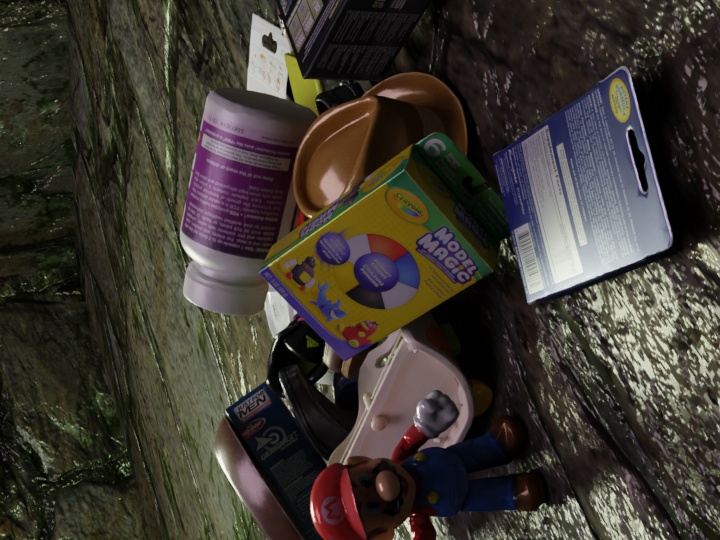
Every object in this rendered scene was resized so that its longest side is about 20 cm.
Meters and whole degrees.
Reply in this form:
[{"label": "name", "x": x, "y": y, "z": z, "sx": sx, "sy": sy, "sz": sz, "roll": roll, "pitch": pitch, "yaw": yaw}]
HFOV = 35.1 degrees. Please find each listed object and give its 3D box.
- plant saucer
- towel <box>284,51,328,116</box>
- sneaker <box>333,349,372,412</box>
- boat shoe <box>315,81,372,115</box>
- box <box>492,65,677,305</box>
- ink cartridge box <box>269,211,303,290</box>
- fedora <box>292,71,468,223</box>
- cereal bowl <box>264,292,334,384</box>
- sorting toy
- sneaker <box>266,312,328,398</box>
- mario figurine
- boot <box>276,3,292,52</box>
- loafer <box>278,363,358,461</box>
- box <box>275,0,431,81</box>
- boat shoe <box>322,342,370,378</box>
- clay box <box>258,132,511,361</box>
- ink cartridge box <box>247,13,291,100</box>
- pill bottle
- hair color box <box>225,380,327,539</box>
[{"label": "plant saucer", "x": -0.102, "y": 0.247, "z": 1.217, "sx": 0.201, "sy": 0.034, "sz": 0.200, "roll": 56, "pitch": 173, "yaw": 10}, {"label": "towel", "x": -0.038, "y": -0.138, "z": 1.242, "sx": 0.086, "sy": 0.018, "sz": 0.202, "roll": 32, "pitch": 141, "yaw": 59}, {"label": "sneaker", "x": 0.005, "y": 0.171, "z": 1.265, "sx": 0.078, "sy": 0.069, "sz": 0.202, "roll": -89, "pitch": -1, "yaw": -53}, {"label": "boat shoe", "x": -0.002, "y": -0.097, "z": 1.149, "sx": 0.074, "sy": 0.065, "sz": 0.202, "roll": 145, "pitch": 114, "yaw": -68}, {"label": "box", "x": 0.158, "y": -0.053, "z": 0.791, "sx": 0.200, "sy": 0.032, "sz": 0.123, "roll": 148, "pitch": 111, "yaw": -70}, {"label": "ink cartridge box", "x": -0.087, "y": -0.063, "z": 1.196, "sx": 0.200, "sy": 0.050, "sz": 0.164, "roll": 158, "pitch": 113, "yaw": -77}, {"label": "fedora", "x": 0.002, "y": -0.091, "z": 1.003, "sx": 0.199, "sy": 0.081, "sz": 0.203, "roll": -17, "pitch": 65, "yaw": 39}, {"label": "cereal bowl", "x": -0.061, "y": 0.040, "z": 1.345, "sx": 0.200, "sy": 0.082, "sz": 0.203, "roll": 170, "pitch": 90, "yaw": -69}, {"label": "sorting toy", "x": 0.040, "y": 0.098, "z": 1.090, "sx": 0.181, "sy": 0.106, "sz": 0.201, "roll": -105, "pitch": 33, "yaw": -54}, {"label": "sneaker", "x": -0.042, "y": 0.061, "z": 1.216, "sx": 0.201, "sy": 0.073, "sz": 0.088, "roll": -56, "pitch": 1, "yaw": 20}, {"label": "mario figurine", "x": 0.055, "y": 0.175, "z": 0.927, "sx": 0.124, "sy": 0.198, "sz": 0.107, "roll": -132, "pitch": 37, "yaw": -54}, {"label": "boot", "x": -0.042, "y": -0.264, "z": 1.201, "sx": 0.147, "sy": 0.069, "sz": 0.201, "roll": 100, "pitch": 154, "yaw": -55}, {"label": "loafer", "x": -0.011, "y": 0.168, "z": 1.178, "sx": 0.201, "sy": 0.072, "sz": 0.073, "roll": 54, "pitch": -175, "yaw": -21}, {"label": "box", "x": -0.001, "y": -0.293, "z": 0.993, "sx": 0.200, "sy": 0.085, "sz": 0.165, "roll": -54, "pitch": 48, "yaw": 49}, {"label": "boat shoe", "x": 0.000, "y": 0.000, "z": 1.092, "sx": 0.070, "sy": 0.070, "sz": 0.202, "roll": -3, "pitch": -67, "yaw": -76}, {"label": "clay box", "x": 0.024, "y": -0.017, "z": 0.941, "sx": 0.199, "sy": 0.115, "sz": 0.048, "roll": -33, "pitch": 19, "yaw": 33}, {"label": "ink cartridge box", "x": -0.098, "y": -0.203, "z": 1.409, "sx": 0.162, "sy": 0.050, "sz": 0.202, "roll": -136, "pitch": 50, "yaw": -59}, {"label": "pill bottle", "x": -0.113, "y": -0.065, "z": 1.094, "sx": 0.112, "sy": 0.111, "sz": 0.202, "roll": 42, "pitch": 121, "yaw": 59}, {"label": "hair color box", "x": -0.063, "y": 0.225, "z": 1.234, "sx": 0.200, "sy": 0.060, "sz": 0.100, "roll": 51, "pitch": 171, "yaw": 33}]
